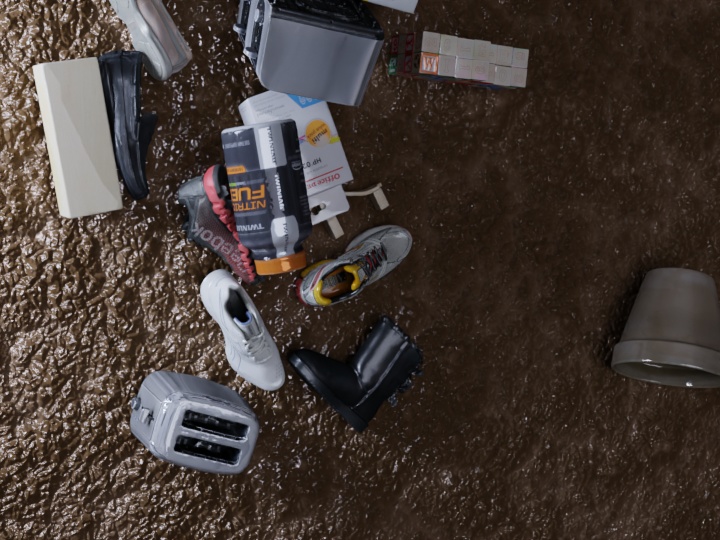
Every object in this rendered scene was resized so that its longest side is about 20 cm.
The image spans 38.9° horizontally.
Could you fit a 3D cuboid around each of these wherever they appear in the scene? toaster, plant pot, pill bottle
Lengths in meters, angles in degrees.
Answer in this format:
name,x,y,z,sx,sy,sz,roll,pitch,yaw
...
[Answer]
name,x,y,z,sx,sy,sz,roll,pitch,yaw
toaster,-0.227,0.223,1.458,0.197,0.129,0.115,20,91,-24
toaster,-0.069,-0.327,1.406,0.197,0.182,0.120,6,122,-24
plant pot,0.538,0.096,1.745,0.197,0.199,0.177,16,74,-24
pill bottle,-0.123,-0.098,1.385,0.105,0.106,0.204,-12,98,-20

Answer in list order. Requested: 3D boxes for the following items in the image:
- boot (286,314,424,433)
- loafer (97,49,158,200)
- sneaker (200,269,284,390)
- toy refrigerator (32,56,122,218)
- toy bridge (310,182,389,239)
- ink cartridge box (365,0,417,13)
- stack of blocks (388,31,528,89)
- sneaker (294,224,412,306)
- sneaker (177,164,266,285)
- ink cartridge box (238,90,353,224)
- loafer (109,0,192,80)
name,x,y,z,sx,sy,sz,roll,pitch,yaw
boot,-0.001,0.140,1.572,0.163,0.073,0.198,-48,119,-7
loafer,-0.310,-0.199,1.393,0.069,0.068,0.204,-10,98,-9
sneaker,-0.167,0.096,1.488,0.074,0.087,0.202,-35,110,-16
toy refrigerator,-0.380,-0.178,1.370,0.075,0.070,0.204,-14,104,-27
toy bridge,-0.048,-0.081,1.544,0.198,0.027,0.068,-33,108,-15
ink cartridge box,-0.012,-0.449,1.427,0.197,0.146,0.084,10,127,-19
stack of blocks,0.156,-0.317,1.548,0.197,0.115,0.060,3,97,-23
sneaker,0.000,0.000,1.546,0.199,0.082,0.079,-34,109,-16
sneaker,-0.200,-0.057,1.461,0.096,0.071,0.202,-13,128,14
ink cartridge box,-0.087,-0.166,1.479,0.114,0.068,0.203,-22,97,-17
loafer,-0.296,-0.362,1.384,0.063,0.071,0.202,-37,115,-31
